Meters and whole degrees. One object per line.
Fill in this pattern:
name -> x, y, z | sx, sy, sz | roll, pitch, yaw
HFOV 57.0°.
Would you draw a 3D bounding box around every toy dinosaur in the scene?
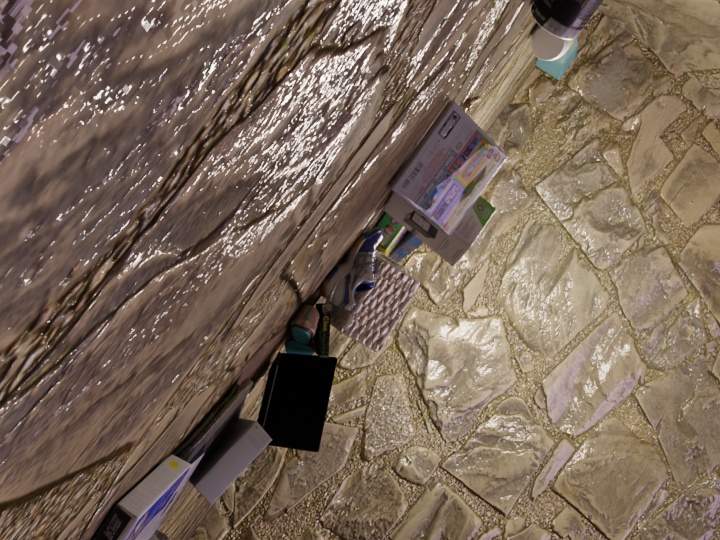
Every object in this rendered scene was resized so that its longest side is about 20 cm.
toy dinosaur -> 0.213, -0.316, 1.537 | 0.202, 0.058, 0.101 | -63, 159, 15

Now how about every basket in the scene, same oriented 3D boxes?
basket -> 0.023, 0.064, 1.478 | 0.202, 0.135, 0.123 | -58, -151, 3

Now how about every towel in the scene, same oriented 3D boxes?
towel -> -0.272, 0.291, 1.159 | 0.200, 0.034, 0.193 | -47, 170, -41

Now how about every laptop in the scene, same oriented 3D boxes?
laptop -> -0.141, 0.278, 1.366 | 0.200, 0.114, 0.190 | 126, -22, -64

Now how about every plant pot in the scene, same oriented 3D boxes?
plant pot -> 0.904, -1.004, 3.023 | 0.142, 0.141, 0.200 | -53, 169, -4

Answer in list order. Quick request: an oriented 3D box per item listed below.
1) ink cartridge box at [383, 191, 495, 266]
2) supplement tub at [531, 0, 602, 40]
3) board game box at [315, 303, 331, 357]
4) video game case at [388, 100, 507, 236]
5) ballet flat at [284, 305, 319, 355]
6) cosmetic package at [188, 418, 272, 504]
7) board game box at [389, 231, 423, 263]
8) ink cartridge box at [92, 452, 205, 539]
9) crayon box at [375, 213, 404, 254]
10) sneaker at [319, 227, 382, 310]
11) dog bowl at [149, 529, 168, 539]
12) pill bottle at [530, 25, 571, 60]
ink cartridge box -> 0.170, -0.134, 1.429 | 0.146, 0.199, 0.084 | -49, 177, -37
supplement tub -> 0.455, -0.596, 1.375 | 0.123, 0.122, 0.201 | -49, 174, -46
board game box -> -0.080, 0.120, 1.368 | 0.200, 0.023, 0.107 | 161, -70, -83
video game case -> 0.173, -0.194, 1.291 | 0.201, 0.181, 0.022 | -54, -146, 4
ballet flat -> -0.111, 0.124, 1.337 | 0.200, 0.067, 0.068 | 120, -8, -64
cosmetic package -> -0.255, 0.351, 1.247 | 0.151, 0.052, 0.200 | -43, -173, -22
board game box -> 0.138, -0.118, 1.728 | 0.151, 0.036, 0.201 | -39, -158, 35
ink cartridge box -> -0.336, 0.373, 0.987 | 0.199, 0.047, 0.200 | -56, 177, 16
crayon box -> 0.093, -0.125, 1.602 | 0.201, 0.058, 0.173 | -54, 175, -8
sneaker -> 0.000, 0.000, 1.384 | 0.201, 0.088, 0.075 | -53, 175, -26
dog bowl -> -0.433, 0.548, 1.196 | 0.201, 0.058, 0.200 | -54, 176, -5
pill bottle -> 0.563, -0.681, 1.947 | 0.115, 0.114, 0.200 | -56, 175, 34
